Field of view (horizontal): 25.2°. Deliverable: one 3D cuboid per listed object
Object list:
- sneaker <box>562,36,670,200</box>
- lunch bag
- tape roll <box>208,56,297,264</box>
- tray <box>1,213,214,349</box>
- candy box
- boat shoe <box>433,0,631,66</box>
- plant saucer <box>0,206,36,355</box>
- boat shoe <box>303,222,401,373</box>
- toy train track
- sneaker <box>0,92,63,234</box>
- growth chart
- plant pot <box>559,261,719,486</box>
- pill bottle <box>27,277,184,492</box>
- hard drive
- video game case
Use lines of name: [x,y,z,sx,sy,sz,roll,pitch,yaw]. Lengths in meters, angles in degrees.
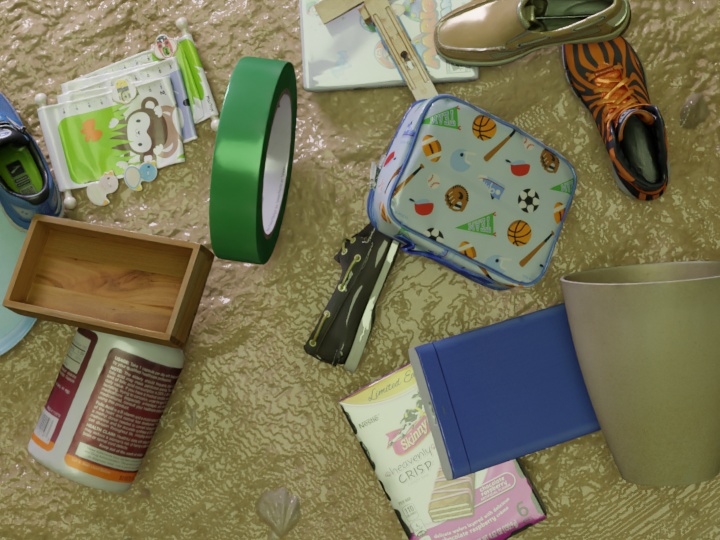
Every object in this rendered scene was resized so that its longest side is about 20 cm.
sneaker: [0.261,-0.168,1.594,0.077,0.112,0.201,-25,85,3]
lunch bag: [0.106,-0.073,1.587,0.200,0.076,0.161,25,81,-18]
tape roll: [-0.103,-0.108,1.582,0.048,0.200,0.201,8,89,6]
tray: [-0.247,0.010,1.576,0.199,0.037,0.099,10,75,25]
candy box: [0.083,0.188,1.624,0.136,0.061,0.200,-28,85,4]
boat shoe: [0.162,-0.250,1.585,0.199,0.076,0.072,-11,84,17]
plant saucer: [-0.420,0.001,1.694,0.199,0.027,0.201,0,87,6]
boat shoe: [0.000,0.000,1.633,0.060,0.072,0.202,19,92,2]
toy train track: [0.029,-0.248,1.634,0.114,0.033,0.200,-28,84,5]
sneaker: [-0.368,-0.136,1.650,0.078,0.089,0.200,-34,79,-21]
growth chart: [-0.242,-0.158,1.688,0.199,0.018,0.145,-25,87,5]
plant pot: [0.293,0.100,1.556,0.187,0.187,0.201,-4,96,5]
pill bottle: [-0.247,0.112,1.631,0.114,0.114,0.201,24,91,6]
hard drive: [0.155,0.114,1.591,0.199,0.025,0.132,-15,86,-25]
video game case: [0.026,-0.289,1.664,0.181,0.024,0.201,-3,88,5]
